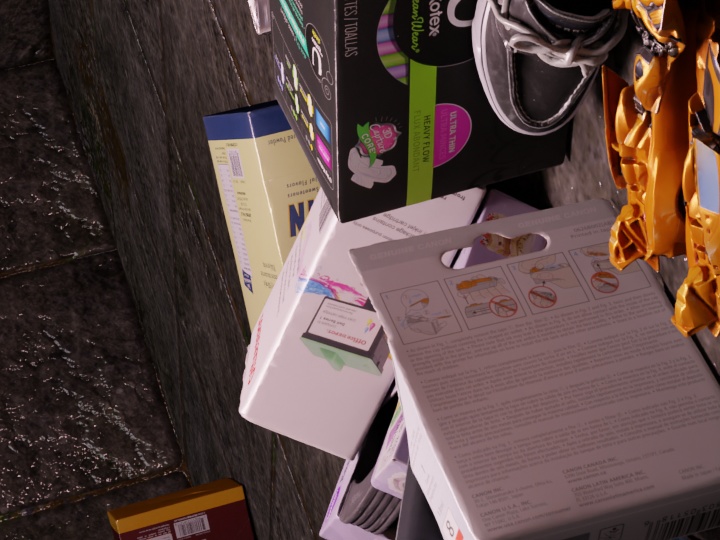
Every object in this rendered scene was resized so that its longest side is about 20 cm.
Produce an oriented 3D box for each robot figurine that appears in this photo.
[{"bbox_3d":[0.147,-0.079,0.845,0.145,0.058,0.202,-128,26,-59],"label":"robot figurine"}]

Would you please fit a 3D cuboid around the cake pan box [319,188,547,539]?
[{"bbox_3d":[0.045,0.074,1.187,0.184,0.052,0.202,121,171,-65],"label":"cake pan box"}]

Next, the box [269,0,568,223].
[{"bbox_3d":[0.032,-0.152,1.056,0.201,0.147,0.125,89,160,-45],"label":"box"}]

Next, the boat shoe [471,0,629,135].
[{"bbox_3d":[0.102,-0.134,0.949,0.200,0.073,0.069,103,165,-46],"label":"boat shoe"}]

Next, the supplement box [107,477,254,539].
[{"bbox_3d":[-0.253,0.435,2.810,0.133,0.195,0.202,178,79,-77],"label":"supplement box"}]

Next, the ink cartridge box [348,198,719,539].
[{"bbox_3d":[0.095,0.059,0.986,0.050,0.160,0.201,95,158,-45],"label":"ink cartridge box"}]

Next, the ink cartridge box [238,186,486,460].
[{"bbox_3d":[0.000,0.000,1.224,0.145,0.083,0.201,-90,25,-72],"label":"ink cartridge box"}]

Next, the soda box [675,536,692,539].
[{"bbox_3d":[0.141,0.172,1.134,0.200,0.063,0.069,-143,40,-71],"label":"soda box"}]

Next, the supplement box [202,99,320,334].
[{"bbox_3d":[-0.021,-0.035,1.441,0.200,0.133,0.202,-166,62,-75],"label":"supplement box"}]

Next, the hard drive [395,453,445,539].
[{"bbox_3d":[0.090,0.136,1.002,0.201,0.138,0.033,-77,12,-55],"label":"hard drive"}]

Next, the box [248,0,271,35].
[{"bbox_3d":[-0.045,-0.248,1.338,0.200,0.049,0.160,-31,-72,-76],"label":"box"}]
